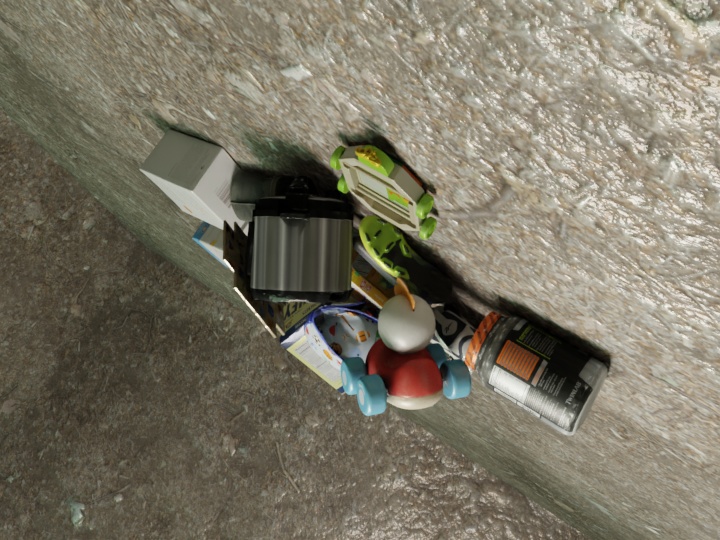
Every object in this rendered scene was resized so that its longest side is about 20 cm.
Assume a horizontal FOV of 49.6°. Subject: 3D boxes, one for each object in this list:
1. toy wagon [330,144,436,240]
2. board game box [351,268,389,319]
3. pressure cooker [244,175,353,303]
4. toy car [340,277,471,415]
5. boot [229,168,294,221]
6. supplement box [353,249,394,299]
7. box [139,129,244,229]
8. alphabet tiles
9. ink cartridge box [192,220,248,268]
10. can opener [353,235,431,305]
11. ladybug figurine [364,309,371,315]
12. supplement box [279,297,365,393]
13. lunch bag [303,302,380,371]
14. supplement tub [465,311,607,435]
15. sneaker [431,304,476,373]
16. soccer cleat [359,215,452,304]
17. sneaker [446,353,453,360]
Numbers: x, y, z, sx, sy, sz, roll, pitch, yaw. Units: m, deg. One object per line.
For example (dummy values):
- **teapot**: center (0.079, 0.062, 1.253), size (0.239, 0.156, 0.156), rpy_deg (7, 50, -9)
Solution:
- **toy wagon**: center (0.031, -0.117, 1.050), size (0.153, 0.040, 0.201), rpy_deg (31, 166, 18)
- **board game box**: center (0.027, 0.059, 1.425), size (0.200, 0.030, 0.095), rpy_deg (43, 164, -13)
- **pressure cooker**: center (-0.094, -0.050, 1.272), size (0.176, 0.206, 0.174), rpy_deg (1, -178, -39)
- **toy car**: center (0.069, 0.106, 1.268), size (0.180, 0.206, 0.177), rpy_deg (-7, -167, -17)
- **boot**: center (-0.184, -0.096, 1.437), size (0.071, 0.187, 0.198), rpy_deg (4, -178, -39)
- **supplement box**: center (0.000, 0.000, 1.485), size (0.066, 0.069, 0.199), rpy_deg (42, 168, -30)
- **box**: center (-0.322, -0.181, 1.577), size (0.198, 0.107, 0.153), rpy_deg (24, 164, 40)
- **alphabet tiles**: center (-0.180, 0.014, 1.328), size (0.168, 0.006, 0.201), rpy_deg (-101, -17, -48)
- **ink cartridge box**: center (-0.261, -0.070, 1.761), size (0.198, 0.130, 0.125), rpy_deg (21, 162, 48)
- **can opener**: center (0.056, -0.002, 1.360), size (0.200, 0.054, 0.066), rpy_deg (43, 164, -24)
- **ladybug figurine**: center (0.082, 0.117, 1.670), size (0.198, 0.073, 0.136), rpy_deg (38, 167, -8)
- **supplement box**: center (-0.064, 0.112, 1.691), size (0.199, 0.133, 0.202), rpy_deg (42, -158, -30)
- **lunch bag**: center (-0.011, 0.132, 1.447), size (0.197, 0.126, 0.170), rpy_deg (27, 167, -4)
- **supplement tub**: center (0.268, 0.153, 1.206), size (0.198, 0.124, 0.123), rpy_deg (30, 167, 24)
- **sneaker**: center (0.174, 0.120, 1.453), size (0.130, 0.080, 0.199), rpy_deg (45, -175, 21)
- **soccer cleat**: center (0.065, -0.013, 1.272), size (0.199, 0.065, 0.083), rpy_deg (40, 169, -19)
- **sneaker**: center (0.168, 0.155, 1.582), size (0.200, 0.074, 0.081), rpy_deg (44, 164, -34)
